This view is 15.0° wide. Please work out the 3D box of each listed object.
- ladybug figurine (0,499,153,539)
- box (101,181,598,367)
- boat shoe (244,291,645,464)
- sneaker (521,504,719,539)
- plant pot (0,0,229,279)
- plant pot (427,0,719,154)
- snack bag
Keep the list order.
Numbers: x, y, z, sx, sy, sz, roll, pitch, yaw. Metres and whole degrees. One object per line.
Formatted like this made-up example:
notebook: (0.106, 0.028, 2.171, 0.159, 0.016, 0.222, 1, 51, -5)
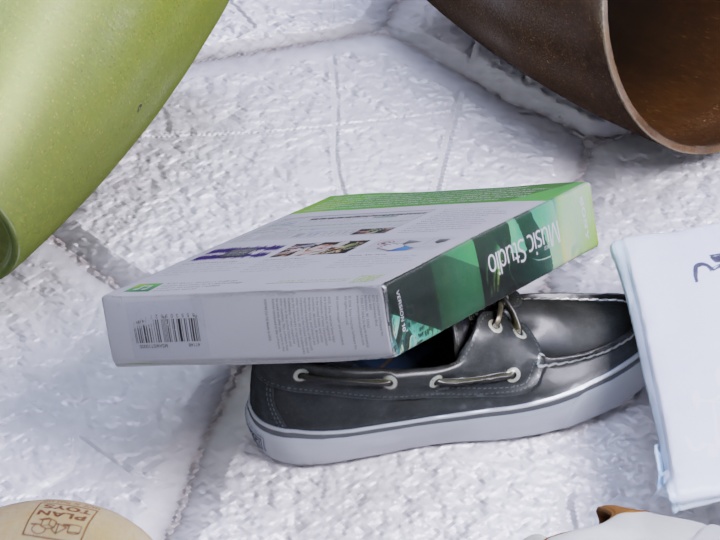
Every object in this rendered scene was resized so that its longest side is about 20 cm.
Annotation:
ladybug figurine: (-0.132, 0.169, 1.054, 0.135, 0.072, 0.200, 8, 39, 9)
box: (0.000, 0.000, 1.216, 0.144, 0.036, 0.200, -2, 14, 32)
boat shoe: (0.045, 0.039, 1.232, 0.199, 0.057, 0.069, -12, 39, -15)
sneaker: (0.077, 0.156, 1.079, 0.084, 0.073, 0.200, 18, 30, 26)
plant pot: (-0.177, -0.097, 1.334, 0.186, 0.187, 0.200, 9, 54, 12)
plant pot: (0.116, -0.171, 1.425, 0.187, 0.188, 0.200, -32, 33, -34)
snack bag: (0.213, 0.021, 1.191, 0.199, 0.021, 0.189, -10, 39, 3)
